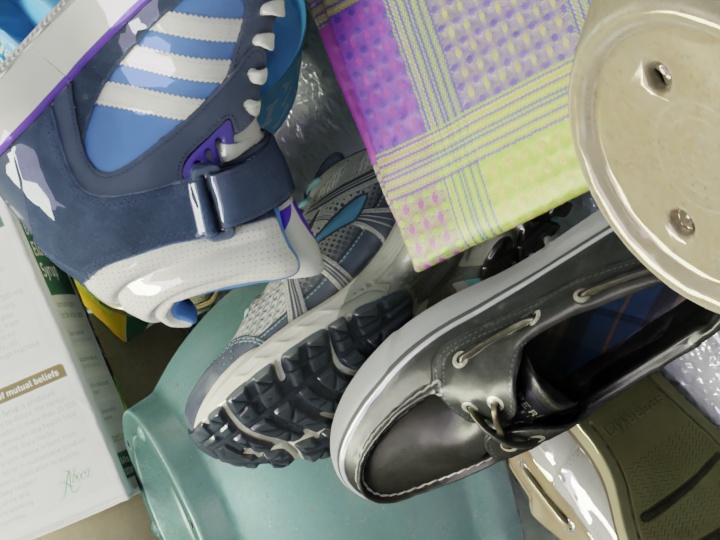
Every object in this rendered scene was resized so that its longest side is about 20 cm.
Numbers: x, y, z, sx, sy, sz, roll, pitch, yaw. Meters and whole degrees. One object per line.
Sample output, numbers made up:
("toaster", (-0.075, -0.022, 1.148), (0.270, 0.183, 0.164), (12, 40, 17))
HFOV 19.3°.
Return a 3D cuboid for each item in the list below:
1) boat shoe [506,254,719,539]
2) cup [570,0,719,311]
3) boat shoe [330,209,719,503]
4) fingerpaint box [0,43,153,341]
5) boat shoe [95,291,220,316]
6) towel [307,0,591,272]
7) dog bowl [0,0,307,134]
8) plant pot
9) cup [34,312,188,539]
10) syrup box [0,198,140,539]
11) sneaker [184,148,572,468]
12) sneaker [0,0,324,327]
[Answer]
("boat shoe", (0.113, 0.090, 0.909), (0.200, 0.075, 0.068), (61, 151, 15))
("cup", (0.148, -0.063, 0.642), (0.200, 0.143, 0.201), (33, 140, 33))
("boat shoe", (0.067, 0.037, 0.835), (0.200, 0.057, 0.069), (-38, 121, 21))
("fingerpaint box", (-0.161, -0.090, 1.119), (0.200, 0.073, 0.167), (39, 145, 26))
("boat shoe", (-0.088, -0.007, 0.983), (0.201, 0.073, 0.063), (144, 129, -61))
("towel", (0.039, -0.115, 0.801), (0.144, 0.023, 0.200), (-26, 80, 40))
("dog bowl", (-0.108, -0.121, 0.993), (0.200, 0.111, 0.050), (39, 160, 27))
("plant pot", (-0.030, 0.094, 0.990), (0.200, 0.134, 0.200), (57, 160, 33))
("cup", (-0.148, 0.096, 1.180), (0.200, 0.200, 0.144), (-10, 90, 56))
("syrup box", (-0.180, 0.032, 1.051), (0.079, 0.081, 0.200), (20, -132, -86))
("sneaker", (0.000, 0.000, 0.896), (0.086, 0.200, 0.078), (48, -179, 41))
("sneaker", (-0.049, -0.070, 0.838), (0.146, 0.200, 0.081), (44, -171, -15))
